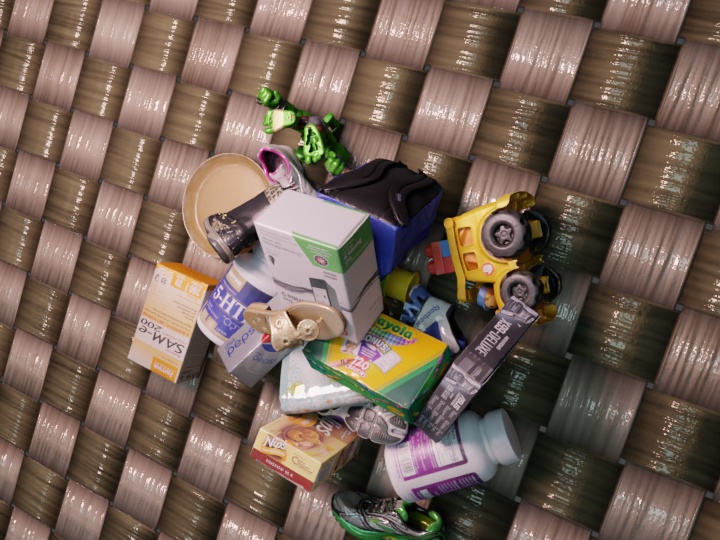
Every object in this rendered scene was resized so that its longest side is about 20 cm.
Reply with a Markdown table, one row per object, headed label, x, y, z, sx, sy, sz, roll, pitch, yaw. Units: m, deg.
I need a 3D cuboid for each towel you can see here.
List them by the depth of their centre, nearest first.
| label | x | y | z | sx | sy | sz | roll | pitch | yaw |
| --- | --- | --- | --- | --- | --- | --- | --- | --- | --- |
| towel | -0.050 | 0.139 | 1.037 | 0.171 | 0.048 | 0.201 | -15 | 51 | 19 |

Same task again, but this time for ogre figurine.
| label | x | y | z | sx | sy | sz | roll | pitch | yaw |
| --- | --- | --- | --- | --- | --- | --- | --- | --- | --- |
| ogre figurine | -0.085 | -0.235 | 1.064 | 0.200 | 0.120 | 0.098 | 27 | 102 | 20 |

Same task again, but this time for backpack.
| label | x | y | z | sx | sy | sz | roll | pitch | yaw |
| --- | --- | --- | --- | --- | --- | --- | --- | --- | --- |
| backpack | 0.026 | -0.085 | 0.985 | 0.162 | 0.200 | 0.168 | 29 | 131 | 14 |

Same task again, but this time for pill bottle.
| label | x | y | z | sx | sy | sz | roll | pitch | yaw |
| --- | --- | --- | --- | --- | --- | --- | --- | --- | --- |
| pill bottle | 0.149 | 0.290 | 0.977 | 0.199 | 0.112 | 0.113 | -23 | 82 | 18 |
| pill bottle | -0.194 | 0.038 | 1.100 | 0.120 | 0.120 | 0.200 | 38 | 101 | 16 |

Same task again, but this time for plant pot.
| label | x | y | z | sx | sy | sz | roll | pitch | yaw |
| --- | --- | --- | --- | --- | --- | --- | --- | --- | --- |
| plant pot | -0.251 | -0.123 | 1.172 | 0.199 | 0.027 | 0.201 | -1 | 88 | 19 |

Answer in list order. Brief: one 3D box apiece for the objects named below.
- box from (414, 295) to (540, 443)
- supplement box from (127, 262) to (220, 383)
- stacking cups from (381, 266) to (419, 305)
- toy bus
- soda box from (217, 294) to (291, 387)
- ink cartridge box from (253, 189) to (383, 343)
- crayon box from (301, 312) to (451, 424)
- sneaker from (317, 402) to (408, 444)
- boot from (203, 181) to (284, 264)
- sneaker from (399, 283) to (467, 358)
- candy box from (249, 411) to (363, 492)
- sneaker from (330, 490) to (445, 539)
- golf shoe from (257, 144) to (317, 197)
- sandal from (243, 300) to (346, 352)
| label | x | y | z | sx | sy | sz | roll | pitch | yaw |
| --- | --- | --- | --- | --- | --- | --- | --- | --- | --- |
| box | 0.165 | 0.147 | 0.890 | 0.050 | 0.158 | 0.200 | 39 | 144 | 16 |
| supplement box | -0.353 | 0.099 | 1.180 | 0.126 | 0.073 | 0.201 | 21 | 97 | 19 |
| stacking cups | 0.000 | 0.000 | 1.060 | 0.199 | 0.060 | 0.061 | 20 | 96 | 19 |
| toy bus | 0.200 | -0.005 | 0.961 | 0.191 | 0.136 | 0.201 | -14 | 87 | 32 |
| soda box | -0.145 | 0.102 | 1.046 | 0.200 | 0.063 | 0.068 | -42 | 44 | 0 |
| ink cartridge box | -0.054 | -0.002 | 0.896 | 0.146 | 0.200 | 0.084 | 18 | 51 | 27 |
| crayon box | 0.025 | 0.133 | 0.943 | 0.200 | 0.058 | 0.119 | 23 | 62 | 29 |
| sneaker | 0.005 | 0.234 | 1.032 | 0.200 | 0.083 | 0.081 | 16 | 76 | 41 |
| boot | -0.192 | -0.092 | 1.066 | 0.154 | 0.204 | 0.074 | -36 | 111 | -3 |
| sneaker | 0.112 | 0.133 | 1.008 | 0.115 | 0.081 | 0.200 | 19 | 95 | 20 |
| candy box | -0.079 | 0.284 | 1.011 | 0.115 | 0.200 | 0.055 | 25 | 99 | 19 |
| sneaker | 0.047 | 0.403 | 1.019 | 0.199 | 0.078 | 0.085 | 11 | 122 | 13 |
| golf shoe | -0.122 | -0.141 | 1.092 | 0.075 | 0.091 | 0.200 | -37 | 79 | 14 |
| sandal | -0.116 | 0.095 | 0.927 | 0.211 | 0.070 | 0.078 | 0 | 131 | 42 |
